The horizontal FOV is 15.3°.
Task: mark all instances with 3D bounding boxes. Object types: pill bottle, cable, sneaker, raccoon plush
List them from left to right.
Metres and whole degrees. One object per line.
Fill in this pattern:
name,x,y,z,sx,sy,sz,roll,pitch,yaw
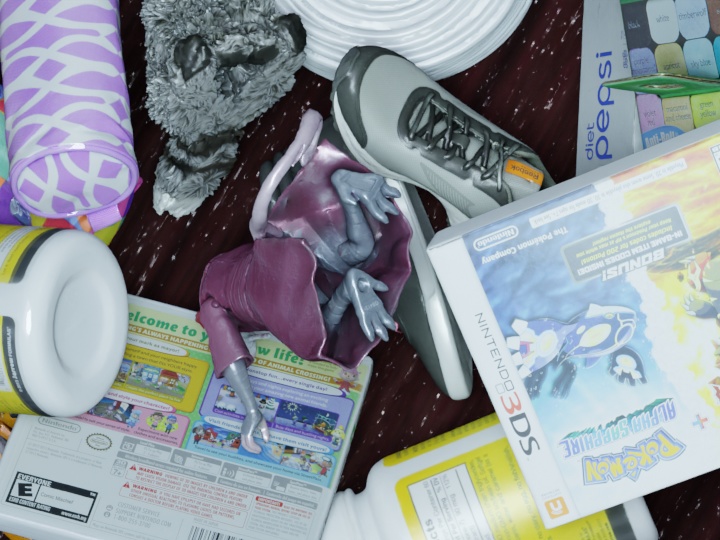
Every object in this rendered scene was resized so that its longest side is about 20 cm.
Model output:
pill bottle,-0.249,0.026,1.621,0.199,0.112,0.113,4,88,27
raccoon plush,-0.121,-0.142,1.666,0.200,0.096,0.134,-51,58,37
sneaker,0.000,0.000,1.688,0.099,0.071,0.201,-23,83,8
cable,0.017,-0.216,1.692,0.199,0.069,0.201,1,87,5
sneaker,0.063,-0.071,1.637,0.200,0.079,0.074,40,63,-26
pill bottle,0.072,0.152,1.648,0.199,0.114,0.115,-22,86,4

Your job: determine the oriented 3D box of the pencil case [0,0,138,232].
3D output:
pencil case,-0.179,-0.125,1.652,0.084,0.085,0.201,-20,57,22

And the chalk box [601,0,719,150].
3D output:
chalk box,0.240,-0.115,1.591,0.199,0.125,0.125,-14,96,-30

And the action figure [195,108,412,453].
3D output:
action figure,-0.055,0.011,1.590,0.149,0.200,0.134,45,61,-19

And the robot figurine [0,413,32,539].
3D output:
robot figurine,-0.202,0.101,1.701,0.200,0.058,0.145,44,89,5

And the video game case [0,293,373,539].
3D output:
video game case,-0.109,0.104,1.636,0.199,0.022,0.183,14,52,5

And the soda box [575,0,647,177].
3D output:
soda box,0.177,-0.082,1.664,0.063,0.068,0.201,4,87,-28

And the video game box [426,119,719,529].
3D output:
video game box,0.162,0.031,1.531,0.199,0.047,0.183,-22,101,15

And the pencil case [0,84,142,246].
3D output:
pencil case,-0.236,-0.080,1.701,0.200,0.088,0.089,37,91,4
